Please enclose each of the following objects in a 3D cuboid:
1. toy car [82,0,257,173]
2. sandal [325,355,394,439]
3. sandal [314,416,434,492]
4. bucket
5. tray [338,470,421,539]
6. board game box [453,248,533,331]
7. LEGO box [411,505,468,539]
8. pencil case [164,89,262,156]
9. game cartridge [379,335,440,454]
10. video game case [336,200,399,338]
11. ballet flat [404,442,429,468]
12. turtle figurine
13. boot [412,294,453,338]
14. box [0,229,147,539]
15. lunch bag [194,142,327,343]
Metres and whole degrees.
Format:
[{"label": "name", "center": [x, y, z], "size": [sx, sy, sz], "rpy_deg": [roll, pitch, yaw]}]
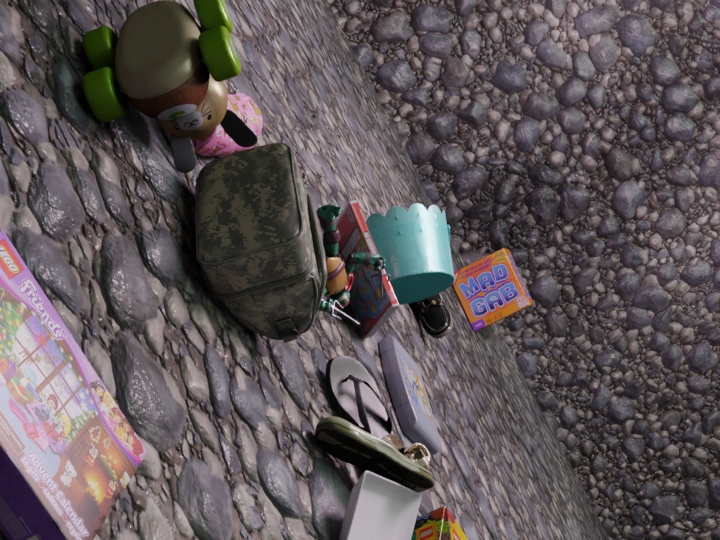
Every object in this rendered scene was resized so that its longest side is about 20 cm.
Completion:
[{"label": "toy car", "center": [-0.202, -0.195, 1.037], "size": [0.201, 0.163, 0.159], "rpy_deg": [68, 5, -49]}, {"label": "sandal", "center": [0.017, 0.206, 1.250], "size": [0.076, 0.043, 0.202], "rpy_deg": [-15, 71, -41]}, {"label": "sandal", "center": [0.026, 0.234, 1.162], "size": [0.201, 0.079, 0.058], "rpy_deg": [42, 40, -29]}, {"label": "bucket", "center": [0.081, -0.024, 1.715], "size": [0.207, 0.205, 0.136], "rpy_deg": [35, 41, -65]}, {"label": "tray", "center": [0.022, 0.316, 1.116], "size": [0.200, 0.022, 0.109], "rpy_deg": [42, 59, -58]}, {"label": "board game box", "center": [0.429, 0.062, 2.917], "size": [0.202, 0.198, 0.200], "rpy_deg": [65, 14, 6]}, {"label": "LEGO box", "center": [0.138, 0.460, 1.251], "size": [0.201, 0.077, 0.149], "rpy_deg": [58, 14, -23]}, {"label": "pencil case", "center": [-0.196, -0.201, 1.203], "size": [0.087, 0.082, 0.200], "rpy_deg": [57, 14, -1]}, {"label": "game cartridge", "center": [0.087, 0.220, 1.616], "size": [0.133, 0.041, 0.201], "rpy_deg": [56, 15, -48]}, {"label": "video game case", "center": [0.000, 0.000, 1.543], "size": [0.202, 0.017, 0.143], "rpy_deg": [68, -27, 18]}, {"label": "ballet flat", "center": [0.066, 0.296, 1.315], "size": [0.070, 0.069, 0.200], "rpy_deg": [64, 13, 3]}, {"label": "turtle figurine", "center": [-0.041, 0.004, 1.401], "size": [0.150, 0.100, 0.201], "rpy_deg": [-51, 132, -32]}, {"label": "boot", "center": [0.135, 0.051, 2.060], "size": [0.154, 0.073, 0.204], "rpy_deg": [52, 11, -36]}, {"label": "box", "center": [-0.230, 0.083, 0.603], "size": [0.201, 0.039, 0.137], "rpy_deg": [61, 12, -13]}, {"label": "lunch bag", "center": [-0.116, -0.033, 1.099], "size": [0.169, 0.138, 0.201], "rpy_deg": [74, 2, -46]}]
